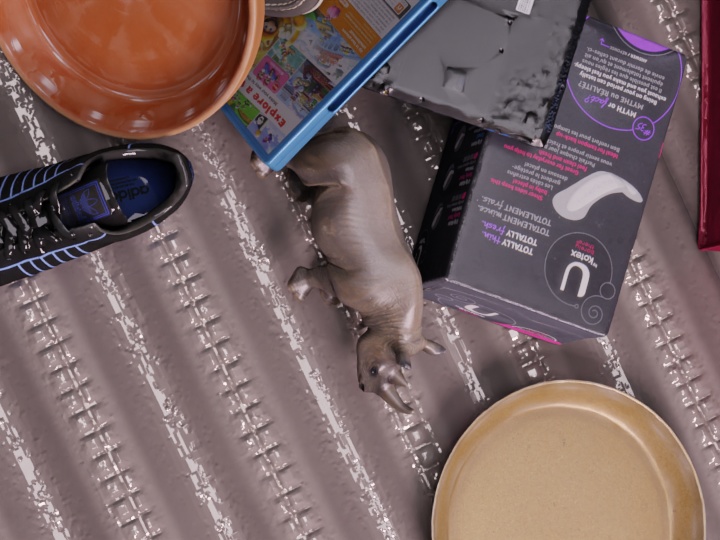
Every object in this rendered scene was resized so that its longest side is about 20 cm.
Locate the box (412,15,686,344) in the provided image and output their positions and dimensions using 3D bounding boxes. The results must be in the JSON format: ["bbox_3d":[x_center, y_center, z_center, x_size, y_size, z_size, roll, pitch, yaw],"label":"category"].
[{"bbox_3d":[0.122,-0.064,1.513,0.122,0.106,0.201,20,80,-13],"label":"box"}]

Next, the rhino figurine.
[{"bbox_3d":[0.000,0.000,1.477,0.060,0.087,0.201,-21,93,-54],"label":"rhino figurine"}]

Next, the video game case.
[{"bbox_3d":[-0.023,-0.180,1.446,0.200,0.018,0.143,-44,58,9],"label":"video game case"}]

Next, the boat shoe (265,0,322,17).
[{"bbox_3d":[-0.114,-0.218,1.431,0.200,0.057,0.067,35,118,13],"label":"boat shoe"}]

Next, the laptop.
[{"bbox_3d":[0.045,-0.185,1.486,0.199,0.103,0.178,18,81,-4],"label":"laptop"}]

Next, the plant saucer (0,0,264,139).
[{"bbox_3d":[-0.149,-0.182,1.422,0.201,0.200,0.032,53,34,-6],"label":"plant saucer"}]

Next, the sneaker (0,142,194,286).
[{"bbox_3d":[-0.200,-0.036,1.433,0.199,0.078,0.070,-23,92,-17],"label":"sneaker"}]

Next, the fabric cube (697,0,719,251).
[{"bbox_3d":[0.357,-0.110,1.538,0.198,0.200,0.197,2,86,-14],"label":"fabric cube"}]

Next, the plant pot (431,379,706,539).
[{"bbox_3d":[0.139,0.175,1.541,0.199,0.027,0.201,1,86,-15],"label":"plant pot"}]
